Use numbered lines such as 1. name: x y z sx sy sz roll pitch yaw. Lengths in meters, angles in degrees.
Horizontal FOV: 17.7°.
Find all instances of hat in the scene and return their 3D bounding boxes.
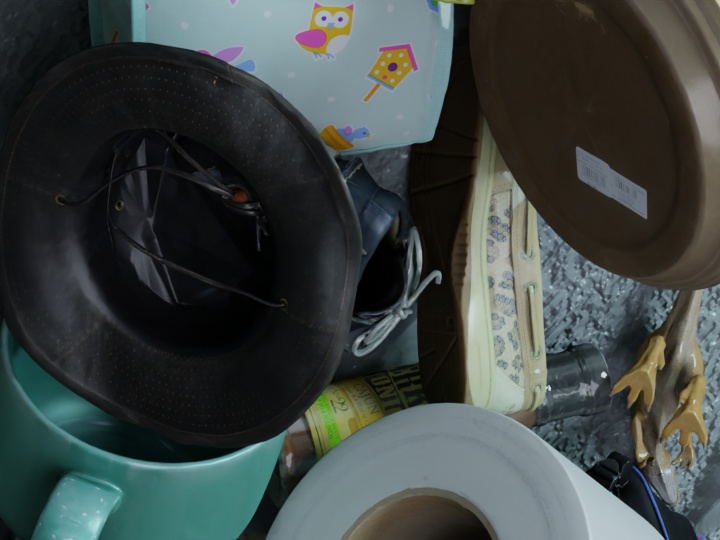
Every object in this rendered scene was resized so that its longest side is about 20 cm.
1. hat: -0.076 -0.023 1.069 0.200 0.081 0.201 9 118 16

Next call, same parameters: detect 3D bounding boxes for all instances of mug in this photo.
1. mug: -0.129 0.087 1.164 0.185 0.152 0.115 -23 146 -39

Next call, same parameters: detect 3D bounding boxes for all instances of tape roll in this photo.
1. tape roll: 0.059 0.186 1.204 0.203 0.203 0.139 -47 140 4

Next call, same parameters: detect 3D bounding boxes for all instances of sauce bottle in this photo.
1. sauce bottle: 0.042 0.080 1.286 0.199 0.065 0.065 -14 117 -16

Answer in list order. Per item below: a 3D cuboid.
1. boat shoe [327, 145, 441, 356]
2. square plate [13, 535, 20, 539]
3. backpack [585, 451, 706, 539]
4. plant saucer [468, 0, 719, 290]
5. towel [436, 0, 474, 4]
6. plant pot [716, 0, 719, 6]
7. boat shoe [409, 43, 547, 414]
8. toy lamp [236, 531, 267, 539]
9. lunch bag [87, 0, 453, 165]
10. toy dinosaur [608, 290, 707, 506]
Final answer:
1. boat shoe: 0.000 0.000 1.179 0.075 0.062 0.200 -55 164 -21
2. square plate: -0.136 0.244 1.312 0.199 0.028 0.199 22 103 -27
3. backpack: 0.114 0.232 1.318 0.200 0.183 0.135 -30 143 13
4. plant saucer: 0.113 -0.078 1.075 0.029 0.200 0.201 -27 121 -26
5. towel: 0.034 -0.226 1.059 0.086 0.018 0.201 5 100 -33
6. plant pot: 0.176 -0.161 1.128 0.199 0.181 0.200 -22 107 -19
7. boat shoe: 0.068 -0.021 1.237 0.062 0.073 0.201 -3 101 -26
8. toy lamp: -0.077 0.152 1.269 0.199 0.058 0.058 7 110 -31
9. lunch bag: -0.046 -0.147 1.120 0.170 0.122 0.201 -7 109 -18
10. toy dinosaur: 0.178 0.047 1.324 0.060 0.106 0.201 15 113 5
